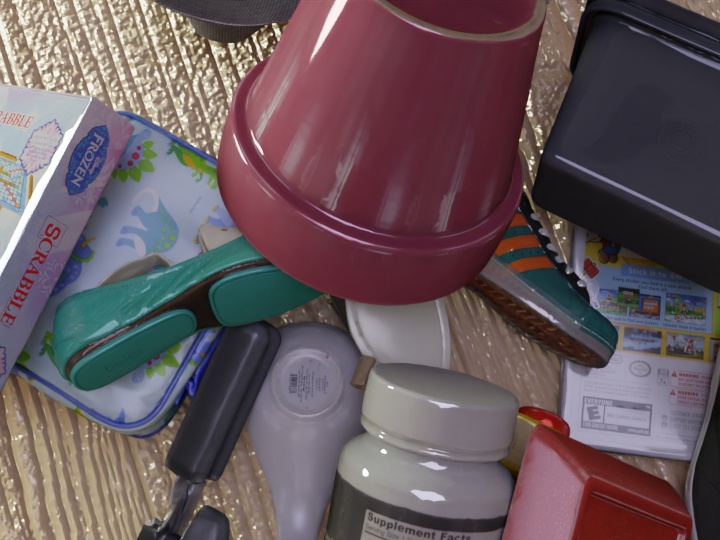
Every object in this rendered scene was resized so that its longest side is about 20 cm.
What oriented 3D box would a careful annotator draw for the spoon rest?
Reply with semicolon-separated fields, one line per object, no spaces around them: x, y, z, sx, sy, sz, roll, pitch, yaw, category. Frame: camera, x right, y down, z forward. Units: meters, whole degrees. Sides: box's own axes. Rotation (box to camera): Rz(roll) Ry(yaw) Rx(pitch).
-0.042;0.131;0.820;0.098;0.061;0.202;5;66;1;spoon rest

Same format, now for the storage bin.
0.215;-0.080;0.813;0.199;0.146;0.135;28;74;11;storage bin

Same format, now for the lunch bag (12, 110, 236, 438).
-0.159;0.006;0.820;0.160;0.082;0.201;29;79;4;lunch bag

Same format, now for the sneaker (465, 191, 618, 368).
0.111;-0.015;0.834;0.199;0.071;0.080;39;77;13;sneaker

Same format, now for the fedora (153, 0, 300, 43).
-0.092;-0.241;0.864;0.175;0.090;0.202;7;67;-3;fedora

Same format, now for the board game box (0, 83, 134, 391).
-0.262;-0.029;0.784;0.199;0.041;0.201;15;76;44;board game box

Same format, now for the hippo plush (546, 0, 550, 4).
0.059;-0.217;0.830;0.158;0.161;0.202;24;79;2;hippo plush

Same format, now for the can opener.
-0.099;0.130;0.796;0.066;0.053;0.202;20;89;13;can opener

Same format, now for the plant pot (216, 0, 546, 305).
0.023;-0.110;0.720;0.198;0.180;0.201;11;46;-11;plant pot

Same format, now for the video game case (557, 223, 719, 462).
0.248;0.049;0.858;0.198;0.023;0.184;7;79;0;video game case

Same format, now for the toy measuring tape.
0.082;0.116;0.808;0.198;0.074;0.074;25;79;-2;toy measuring tape

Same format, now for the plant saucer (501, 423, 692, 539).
0.148;0.218;0.743;0.036;0.199;0.202;7;76;43;plant saucer

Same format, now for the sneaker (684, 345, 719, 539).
0.270;0.128;0.781;0.070;0.099;0.202;8;88;-2;sneaker

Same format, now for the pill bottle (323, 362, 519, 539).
0.033;0.167;0.725;0.112;0.113;0.202;11;97;0;pill bottle

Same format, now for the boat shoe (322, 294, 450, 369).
0.003;-0.001;0.838;0.072;0.060;0.203;-26;88;-16;boat shoe

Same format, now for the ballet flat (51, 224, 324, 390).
-0.108;0.008;0.754;0.198;0.068;0.071;-23;60;-11;ballet flat
